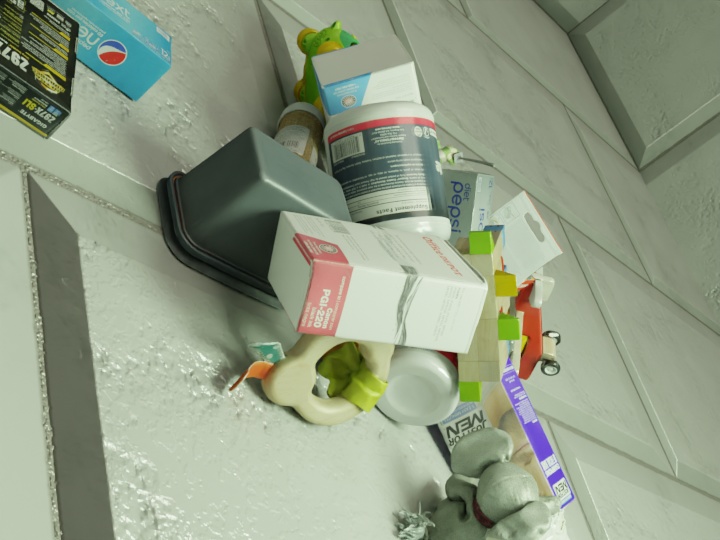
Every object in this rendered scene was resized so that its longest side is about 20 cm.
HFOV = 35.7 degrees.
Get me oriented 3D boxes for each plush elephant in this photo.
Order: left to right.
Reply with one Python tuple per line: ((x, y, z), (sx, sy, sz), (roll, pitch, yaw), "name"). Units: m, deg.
((0.154, 0.276, 1.269), (0.199, 0.154, 0.167), (31, 33, -42), "plush elephant")

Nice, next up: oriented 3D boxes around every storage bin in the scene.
((-0.110, -0.072, 1.267), (0.199, 0.134, 0.147), (30, 33, -44), "storage bin")

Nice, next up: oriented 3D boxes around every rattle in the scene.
((-0.072, 0.085, 1.217), (0.197, 0.132, 0.144), (0, 41, -29), "rattle")

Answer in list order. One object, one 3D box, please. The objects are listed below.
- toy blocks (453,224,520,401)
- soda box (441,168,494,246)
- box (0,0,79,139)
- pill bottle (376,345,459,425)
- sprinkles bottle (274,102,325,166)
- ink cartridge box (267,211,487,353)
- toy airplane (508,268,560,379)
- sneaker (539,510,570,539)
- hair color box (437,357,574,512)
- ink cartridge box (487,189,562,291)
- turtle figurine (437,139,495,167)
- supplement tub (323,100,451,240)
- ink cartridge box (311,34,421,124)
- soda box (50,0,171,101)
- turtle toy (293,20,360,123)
((0.146, 0.035, 1.334), (0.137, 0.098, 0.204), (-51, 137, -68), "toy blocks")
((0.135, -0.037, 1.560), (0.063, 0.067, 0.204), (-2, 101, -61), "soda box")
((-0.374, -0.246, 1.114), (0.199, 0.049, 0.162), (35, 33, -37), "box")
((0.081, 0.087, 1.405), (0.112, 0.112, 0.201), (44, 35, -21), "pill bottle")
((-0.089, -0.153, 1.491), (0.068, 0.068, 0.201), (44, 27, -21), "sprinkles bottle")
((0.015, 0.011, 1.183), (0.196, 0.086, 0.146), (7, 20, -20), "ink cartridge box")
((0.229, 0.071, 1.699), (0.200, 0.138, 0.204), (2, 87, -77), "toy airplane")
((0.236, 0.314, 1.469), (0.202, 0.080, 0.070), (55, 22, -3), "sneaker")
((0.175, 0.222, 1.412), (0.065, 0.108, 0.203), (-10, 73, -62), "hair color box")
((0.189, -0.013, 1.597), (0.110, 0.199, 0.050), (59, 24, 14), "ink cartridge box")
((0.113, -0.124, 1.742), (0.195, 0.196, 0.146), (-83, 166, -62), "turtle figurine")
((0.034, -0.090, 1.349), (0.140, 0.138, 0.204), (5, 74, -59), "supplement tub")
((0.020, -0.195, 1.534), (0.126, 0.126, 0.203), (-110, -174, -60), "ink cartridge box")
((-0.307, -0.284, 1.260), (0.199, 0.067, 0.065), (37, 28, -35), "soda box")
((-0.034, -0.265, 1.647), (0.099, 0.204, 0.146), (-4, 23, -19), "turtle toy")
